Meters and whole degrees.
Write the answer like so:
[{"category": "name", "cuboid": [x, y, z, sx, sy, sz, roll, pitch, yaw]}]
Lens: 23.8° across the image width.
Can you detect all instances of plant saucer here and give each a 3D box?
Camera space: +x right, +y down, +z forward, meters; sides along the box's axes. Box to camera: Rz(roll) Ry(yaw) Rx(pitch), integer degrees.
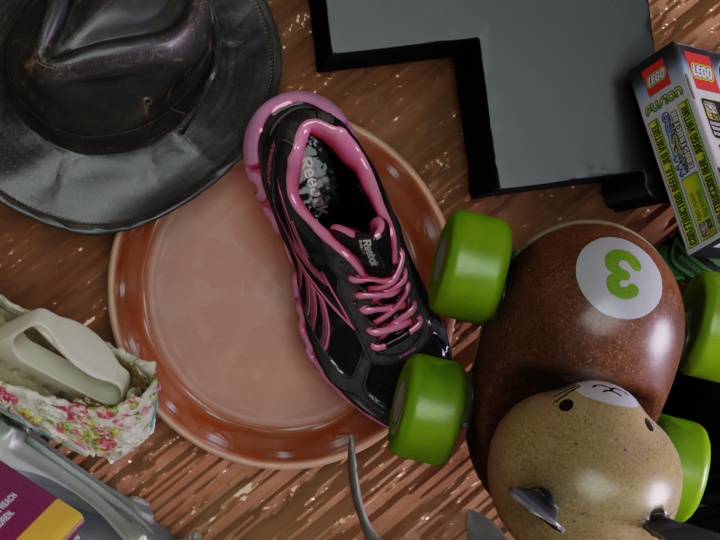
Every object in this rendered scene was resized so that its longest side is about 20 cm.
[{"category": "plant saucer", "cuboid": [-0.044, 0.010, 0.969, 0.198, 0.032, 0.203, 0, 88, -9]}]

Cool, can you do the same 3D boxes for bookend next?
[{"category": "bookend", "cuboid": [0.058, -0.123, 0.962, 0.196, 0.092, 0.203, -8, 90, -8]}]

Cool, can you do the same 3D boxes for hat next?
[{"category": "hat", "cuboid": [-0.134, -0.123, 0.915, 0.198, 0.081, 0.203, 3, 73, -10]}]

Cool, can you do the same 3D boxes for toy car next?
[{"category": "toy car", "cuboid": [0.110, 0.076, 0.810, 0.162, 0.200, 0.160, 13, 108, -6]}]

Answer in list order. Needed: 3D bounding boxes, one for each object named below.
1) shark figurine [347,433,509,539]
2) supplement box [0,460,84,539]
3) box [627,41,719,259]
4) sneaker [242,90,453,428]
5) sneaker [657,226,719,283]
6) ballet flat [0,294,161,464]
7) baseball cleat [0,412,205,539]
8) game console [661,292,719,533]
[{"category": "shark figurine", "cuboid": [0.060, 0.162, 0.951, 0.213, 0.128, 0.090, 17, 43, -28]}, {"category": "supplement box", "cuboid": [-0.261, 0.137, 0.850, 0.199, 0.103, 0.132, 33, 114, 4]}, {"category": "box", "cuboid": [0.237, -0.058, 0.950, 0.199, 0.035, 0.111, 5, 62, -43]}, {"category": "sneaker", "cuboid": [0.000, 0.000, 0.910, 0.078, 0.095, 0.202, -28, 100, -12]}, {"category": "sneaker", "cuboid": [0.239, 0.054, 1.002, 0.085, 0.078, 0.202, -28, 92, 9]}, {"category": "ballet flat", "cuboid": [-0.189, 0.033, 0.889, 0.198, 0.064, 0.076, 26, 46, -19]}, {"category": "baseball cleat", "cuboid": [-0.169, 0.151, 0.932, 0.199, 0.070, 0.107, 40, 96, -1]}, {"category": "game console", "cuboid": [0.260, 0.104, 0.961, 0.197, 0.116, 0.178, -6, 74, 15]}]
